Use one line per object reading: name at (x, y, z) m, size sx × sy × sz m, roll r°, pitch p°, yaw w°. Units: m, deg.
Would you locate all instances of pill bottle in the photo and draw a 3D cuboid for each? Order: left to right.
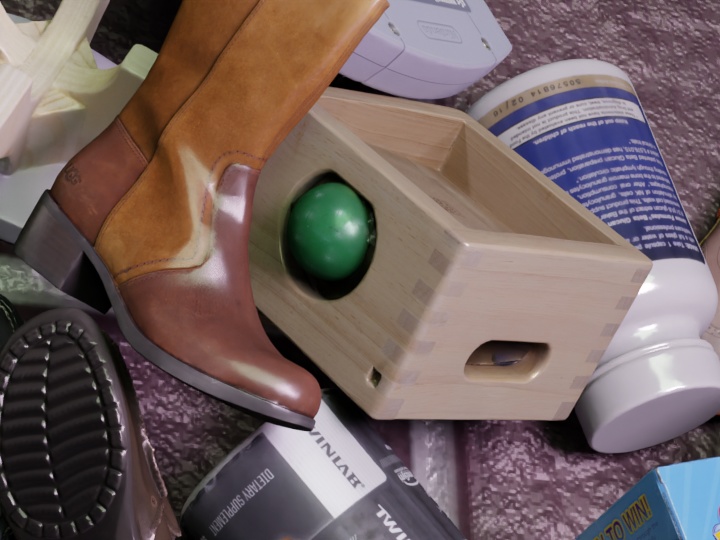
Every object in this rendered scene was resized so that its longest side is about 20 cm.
pill bottle at (0.012, 0.163, 1.065) m, size 0.106 × 0.106 × 0.200 m, roll -34°, pitch 76°, yaw -33°
pill bottle at (0.131, -0.006, 1.207) m, size 0.111 × 0.111 × 0.201 m, roll -7°, pitch 63°, yaw -24°

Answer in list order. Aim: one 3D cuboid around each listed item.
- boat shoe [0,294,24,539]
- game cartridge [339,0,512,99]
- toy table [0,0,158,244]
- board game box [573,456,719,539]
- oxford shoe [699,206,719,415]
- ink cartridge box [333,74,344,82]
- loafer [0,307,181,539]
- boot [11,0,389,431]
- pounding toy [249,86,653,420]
boat shoe at (-0.193, 0.086, 1.059) m, size 0.074 × 0.066 × 0.200 m, roll 17°, pitch 56°, yaw -10°
game cartridge at (0.009, -0.155, 1.178) m, size 0.200 × 0.041 × 0.134 m, roll -2°, pitch 63°, yaw -63°
toy table at (-0.166, -0.100, 1.151) m, size 0.199 × 0.117 × 0.184 m, roll 20°, pitch 56°, yaw -7°
board game box at (0.149, 0.217, 1.027) m, size 0.056 × 0.200 × 0.197 m, roll -6°, pitch 64°, yaw -28°
oxford shoe at (0.230, -0.007, 1.267) m, size 0.071 × 0.073 × 0.201 m, roll 27°, pitch 55°, yaw -4°
ink cartridge box at (-0.053, -0.196, 1.215) m, size 0.200 × 0.043 × 0.198 m, roll 55°, pitch 24°, yaw 0°
loafer at (-0.126, 0.117, 1.045) m, size 0.073 × 0.071 × 0.201 m, roll -11°, pitch 89°, yaw 15°
boot at (-0.046, -0.044, 1.033) m, size 0.188 × 0.068 × 0.200 m, roll 36°, pitch 91°, yaw 33°
pounding toy at (0.000, 0.000, 1.112) m, size 0.199 × 0.143 × 0.184 m, roll 4°, pitch 29°, yaw -48°
